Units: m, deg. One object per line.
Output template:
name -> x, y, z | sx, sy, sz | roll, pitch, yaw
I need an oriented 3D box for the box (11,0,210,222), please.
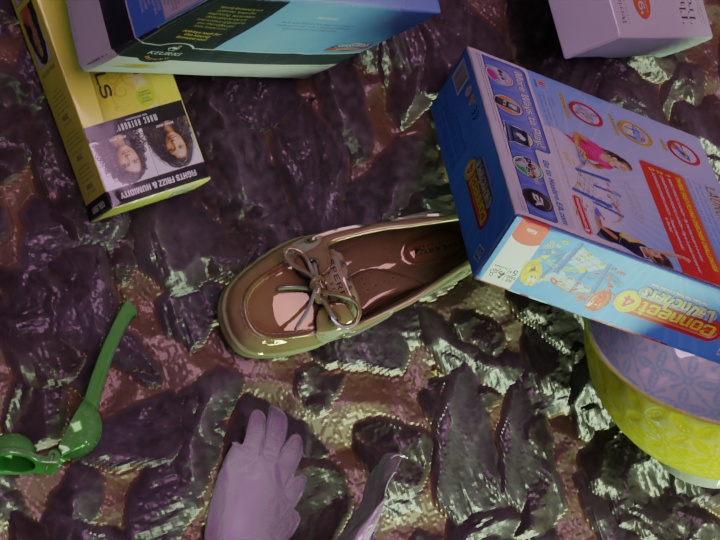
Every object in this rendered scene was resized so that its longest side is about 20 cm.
box -> -0.165, -0.137, 1.179 | 0.075, 0.050, 0.200 | -18, 88, -27

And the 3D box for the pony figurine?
pony figurine -> -0.032, 0.200, 1.135 | 0.200, 0.166, 0.193 | 38, 74, -31

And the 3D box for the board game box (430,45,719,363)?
board game box -> 0.156, -0.045, 1.247 | 0.195, 0.056, 0.200 | 19, 33, -21

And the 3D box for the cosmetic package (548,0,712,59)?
cosmetic package -> 0.172, -0.252, 1.327 | 0.151, 0.052, 0.200 | -11, 84, -52

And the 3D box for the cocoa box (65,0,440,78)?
cocoa box -> -0.071, -0.201, 1.153 | 0.200, 0.131, 0.134 | -5, 78, -48

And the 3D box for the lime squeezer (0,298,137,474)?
lime squeezer -> -0.201, 0.091, 1.124 | 0.200, 0.038, 0.071 | -31, 93, -26

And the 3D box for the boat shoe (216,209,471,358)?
boat shoe -> 0.000, 0.000, 1.222 | 0.200, 0.063, 0.073 | -24, 91, -27

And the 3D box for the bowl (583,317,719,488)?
bowl -> 0.246, 0.083, 1.285 | 0.200, 0.200, 0.108 | -18, 131, -27
